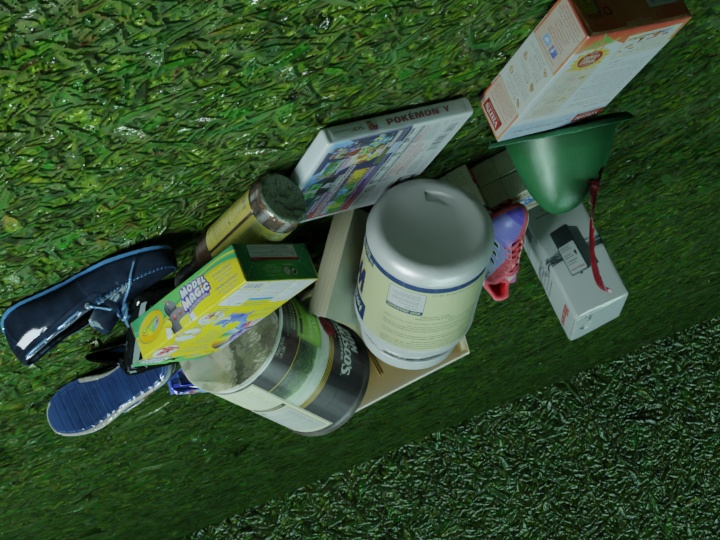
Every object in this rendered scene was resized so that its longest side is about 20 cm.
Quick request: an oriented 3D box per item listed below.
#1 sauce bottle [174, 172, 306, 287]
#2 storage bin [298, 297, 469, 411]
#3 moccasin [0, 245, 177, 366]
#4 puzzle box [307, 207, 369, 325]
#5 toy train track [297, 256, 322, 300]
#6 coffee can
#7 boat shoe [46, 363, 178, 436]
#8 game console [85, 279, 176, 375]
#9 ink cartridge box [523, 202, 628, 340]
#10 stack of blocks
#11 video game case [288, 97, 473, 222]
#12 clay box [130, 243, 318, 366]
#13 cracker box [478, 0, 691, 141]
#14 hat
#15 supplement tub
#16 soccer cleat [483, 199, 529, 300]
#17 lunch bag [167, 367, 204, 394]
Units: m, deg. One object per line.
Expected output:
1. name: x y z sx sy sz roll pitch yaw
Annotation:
1. sauce bottle: -0.134 -0.030 1.400 0.064 0.065 0.200 -9 161 -44
2. storage bin: 0.033 0.077 1.849 0.199 0.094 0.199 -26 144 -4
3. moccasin: -0.278 0.040 1.396 0.199 0.069 0.080 -27 165 7
4. puzzle box: 0.000 0.000 1.603 0.025 0.134 0.200 14 177 21
5. toy train track: -0.002 -0.013 1.728 0.199 0.033 0.115 -22 159 -31
6. coffee can: -0.100 0.102 1.566 0.146 0.147 0.200 -30 147 20
7. boat shoe: -0.321 0.162 1.740 0.199 0.073 0.072 -25 174 18
8. game console: -0.221 0.051 1.621 0.199 0.116 0.177 -14 132 -36
9. ink cartridge box: 0.281 -0.022 1.797 0.082 0.201 0.147 -24 165 -1
10. stack of blocks: 0.141 -0.088 1.631 0.199 0.059 0.115 -28 164 12
11. video game case: 0.004 -0.112 1.412 0.181 0.023 0.200 -16 164 -29
12. clay box: -0.152 0.038 1.387 0.199 0.048 0.114 -34 161 33
13. cracker box: 0.222 -0.213 1.337 0.133 0.058 0.200 -16 162 -28
14. hat: 0.238 -0.075 1.495 0.165 0.178 0.199 -8 -173 39
15. supplement tub: 0.069 0.009 1.518 0.144 0.146 0.201 -18 147 -20
16. soccer cleat: 0.179 -0.025 1.638 0.066 0.077 0.200 -21 164 -11
17. lunch bag: -0.169 0.123 1.785 0.198 0.095 0.151 -19 177 3
